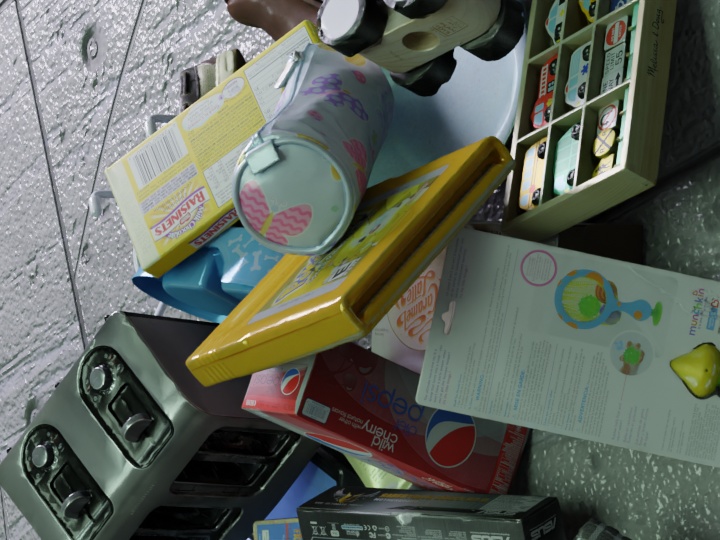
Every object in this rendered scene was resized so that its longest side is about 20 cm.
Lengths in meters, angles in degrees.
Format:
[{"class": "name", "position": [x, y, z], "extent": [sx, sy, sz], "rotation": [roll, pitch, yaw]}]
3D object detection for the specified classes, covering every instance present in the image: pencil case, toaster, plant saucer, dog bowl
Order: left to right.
[{"class": "toaster", "position": [-0.144, 0.134, 1.810], "extent": [0.181, 0.200, 0.119], "rotation": [-51, 57, 22]}, {"class": "dog bowl", "position": [-0.084, 0.006, 1.809], "extent": [0.200, 0.111, 0.050], "rotation": [3, 70, 46]}, {"class": "pencil case", "position": [-0.030, -0.086, 1.623], "extent": [0.083, 0.200, 0.091], "rotation": [-14, 113, 15]}, {"class": "plant saucer", "position": [0.057, -0.131, 1.716], "extent": [0.201, 0.039, 0.202], "rotation": [-16, 68, 43]}]

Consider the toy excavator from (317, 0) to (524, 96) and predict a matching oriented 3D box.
[{"class": "toy excavator", "position": [0.064, -0.249, 1.651], "extent": [0.194, 0.100, 0.201], "rotation": [-24, 56, 38]}]

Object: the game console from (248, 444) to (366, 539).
[{"class": "game console", "position": [-0.087, 0.212, 1.867], "extent": [0.200, 0.116, 0.176], "rotation": [33, 126, 47]}]

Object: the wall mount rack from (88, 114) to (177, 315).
[{"class": "wall mount rack", "position": [-0.158, -0.025, 1.996], "extent": [0.200, 0.074, 0.174], "rotation": [-48, 55, 43]}]

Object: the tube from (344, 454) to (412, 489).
[{"class": "tube", "position": [-0.009, 0.098, 1.822], "extent": [0.200, 0.052, 0.058], "rotation": [46, 143, 41]}]

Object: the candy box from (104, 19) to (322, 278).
[{"class": "candy box", "position": [-0.095, -0.090, 1.778], "extent": [0.200, 0.026, 0.102], "rotation": [-35, 57, 15]}]

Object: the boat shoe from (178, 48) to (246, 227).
[{"class": "boat shoe", "position": [-0.120, -0.096, 1.888], "extent": [0.066, 0.072, 0.201], "rotation": [-14, 41, 14]}]

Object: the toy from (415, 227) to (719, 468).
[{"class": "toy", "position": [0.144, 0.050, 1.524], "extent": [0.047, 0.199, 0.116], "rotation": [59, -138, -83]}]

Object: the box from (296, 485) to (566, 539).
[{"class": "box", "position": [0.058, 0.234, 1.667], "extent": [0.200, 0.048, 0.159], "rotation": [-2, 105, 39]}]

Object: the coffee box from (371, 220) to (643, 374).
[{"class": "coffee box", "position": [0.098, 0.023, 1.651], "extent": [0.200, 0.080, 0.115], "rotation": [4, 94, 53]}]

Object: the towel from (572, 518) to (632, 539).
[{"class": "towel", "position": [0.161, 0.277, 1.525], "extent": [0.165, 0.086, 0.200], "rotation": [36, 122, 13]}]

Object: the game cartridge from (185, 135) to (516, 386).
[{"class": "game cartridge", "position": [-0.010, -0.005, 1.557], "extent": [0.032, 0.176, 0.200], "rotation": [51, 146, -14]}]

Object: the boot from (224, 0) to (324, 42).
[{"class": "boot", "position": [-0.060, -0.118, 1.846], "extent": [0.186, 0.064, 0.201], "rotation": [11, 89, 50]}]

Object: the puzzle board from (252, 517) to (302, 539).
[{"class": "puzzle board", "position": [0.001, 0.279, 1.774], "extent": [0.150, 0.017, 0.201], "rotation": [-6, 84, 15]}]

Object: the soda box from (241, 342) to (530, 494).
[{"class": "soda box", "position": [0.019, 0.102, 1.654], "extent": [0.070, 0.200, 0.064], "rotation": [2, 70, 53]}]

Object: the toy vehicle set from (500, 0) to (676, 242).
[{"class": "toy vehicle set", "position": [0.151, -0.125, 1.554], "extent": [0.124, 0.026, 0.200], "rotation": [-28, 44, 48]}]
